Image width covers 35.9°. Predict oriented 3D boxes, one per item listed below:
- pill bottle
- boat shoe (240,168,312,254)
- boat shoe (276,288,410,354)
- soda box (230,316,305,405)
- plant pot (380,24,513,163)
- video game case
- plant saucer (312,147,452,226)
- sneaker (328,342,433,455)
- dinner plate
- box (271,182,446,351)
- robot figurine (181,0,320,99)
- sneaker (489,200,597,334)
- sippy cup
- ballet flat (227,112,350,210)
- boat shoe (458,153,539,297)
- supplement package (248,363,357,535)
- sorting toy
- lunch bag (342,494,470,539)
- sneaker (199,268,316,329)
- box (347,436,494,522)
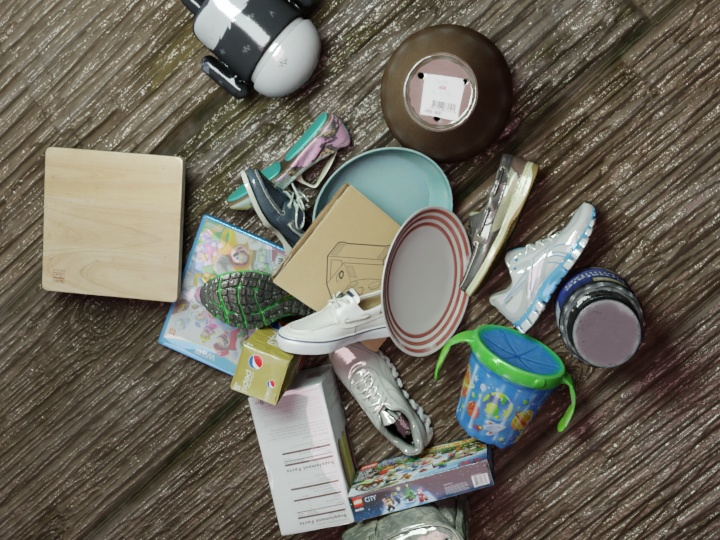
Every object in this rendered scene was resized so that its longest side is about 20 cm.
[{"bbox_3d":[0.313,0.063,1.452,0.110,0.200,0.114,1,98,7],"label":"pill bottle"},{"bbox_3d":[-0.097,-0.076,1.500,0.061,0.076,0.201,-24,136,10],"label":"boat shoe"},{"bbox_3d":[-0.019,0.058,1.472,0.197,0.071,0.071,-10,116,-22],"label":"boat shoe"},{"bbox_3d":[-0.116,0.116,1.510,0.067,0.200,0.065,19,103,3],"label":"soda box"},{"bbox_3d":[0.108,-0.228,1.435,0.183,0.200,0.190,1,99,6],"label":"plant pot"},{"bbox_3d":[-0.194,0.039,1.601,0.141,0.018,0.203,22,100,2],"label":"video game case"},{"bbox_3d":[0.027,-0.083,1.514,0.196,0.036,0.203,-8,124,-12],"label":"plant saucer"},{"bbox_3d":[0.028,0.177,1.565,0.075,0.081,0.200,-41,90,12],"label":"sneaker"},{"bbox_3d":[0.085,0.014,1.491,0.024,0.199,0.204,10,101,38],"label":"dinner plate"},{"bbox_3d":[0.000,0.000,1.508,0.199,0.021,0.164,37,95,-32],"label":"box"},{"bbox_3d":[-0.144,-0.325,1.492,0.199,0.150,0.125,41,59,0],"label":"robot figurine"},{"bbox_3d":[0.246,-0.016,1.516,0.086,0.075,0.202,34,100,7],"label":"sneaker"},{"bbox_3d":[0.195,0.165,1.524,0.177,0.138,0.132,36,116,35],"label":"sippy cup"},{"bbox_3d":[-0.093,-0.134,1.546,0.199,0.069,0.071,-40,112,10],"label":"ballet flat"},{"bbox_3d":[0.178,-0.063,1.521,0.064,0.073,0.202,27,95,11],"label":"boat shoe"},{"bbox_3d":[-0.074,0.251,1.570,0.108,0.114,0.203,-12,98,9],"label":"supplement package"},{"bbox_3d":[-0.342,-0.068,1.578,0.196,0.070,0.203,5,99,6],"label":"sorting toy"},{"bbox_3d":[0.074,0.377,1.527,0.167,0.200,0.140,-35,94,11],"label":"lunch bag"},{"bbox_3d":[-0.128,0.035,1.528,0.197,0.085,0.080,1,98,-27],"label":"sneaker"},{"bbox_3d":[0.087,0.284,1.543,0.197,0.137,0.038,-17,96,8],"label":"box"}]
